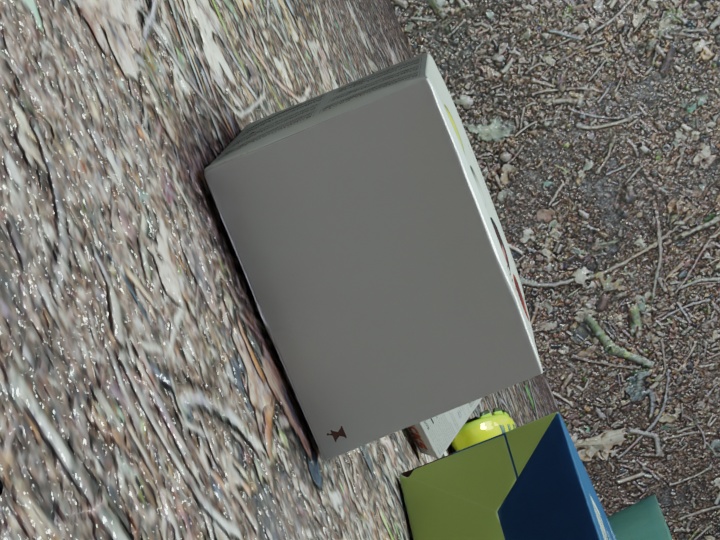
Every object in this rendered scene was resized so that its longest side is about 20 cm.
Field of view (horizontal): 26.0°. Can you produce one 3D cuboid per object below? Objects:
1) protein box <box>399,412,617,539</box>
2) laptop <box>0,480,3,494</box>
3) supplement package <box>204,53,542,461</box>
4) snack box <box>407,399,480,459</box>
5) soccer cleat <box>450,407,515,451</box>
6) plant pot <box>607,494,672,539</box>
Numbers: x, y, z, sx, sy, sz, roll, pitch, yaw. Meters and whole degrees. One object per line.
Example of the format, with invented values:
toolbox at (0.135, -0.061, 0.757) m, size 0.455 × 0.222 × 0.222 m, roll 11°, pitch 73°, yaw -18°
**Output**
protein box at (0.138, 0.259, 1.166) m, size 0.200 × 0.133 × 0.201 m, roll -103°, pitch 169°, yaw -46°
laptop at (-0.159, 0.010, 0.257) m, size 0.200 × 0.116 × 0.188 m, roll 37°, pitch -17°, yaw 43°
supplement package at (0.013, -0.019, 0.995) m, size 0.200 × 0.145 × 0.193 m, roll -77°, pitch 145°, yaw -78°
snack box at (0.043, 0.064, 1.269) m, size 0.024 × 0.072 × 0.201 m, roll 16°, pitch -34°, yaw 40°
soccer cleat at (0.138, 0.197, 1.583) m, size 0.200 × 0.064 × 0.085 m, roll 52°, pitch 21°, yaw -65°
plant pot at (0.409, 0.464, 2.367) m, size 0.201 × 0.159 × 0.203 m, roll -21°, pitch 90°, yaw -83°
